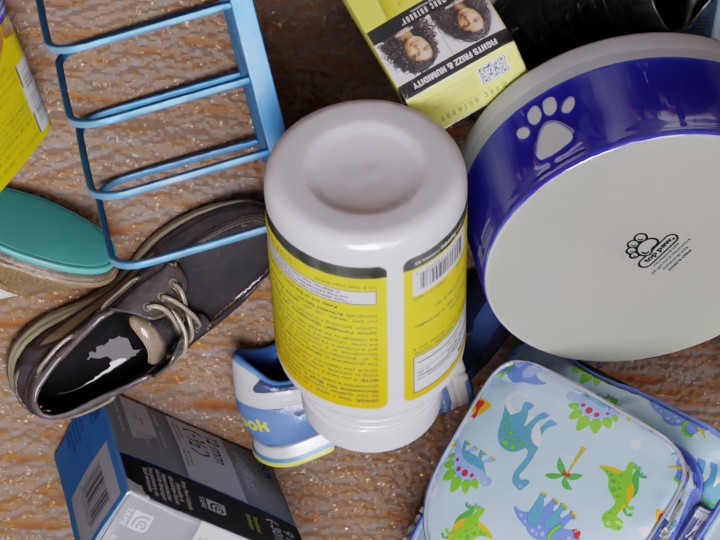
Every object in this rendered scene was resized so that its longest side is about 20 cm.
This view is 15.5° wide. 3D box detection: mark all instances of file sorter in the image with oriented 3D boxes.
[{"bbox_3d":[-0.117,-0.121,1.540,0.122,0.139,0.201,-16,117,-3],"label":"file sorter"}]

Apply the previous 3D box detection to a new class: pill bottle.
[{"bbox_3d":[0.004,0.010,1.493,0.112,0.113,0.201,-12,140,-9],"label":"pill bottle"}]

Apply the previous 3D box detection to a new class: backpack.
[{"bbox_3d":[0.118,0.159,1.553,0.201,0.182,0.147,-62,149,-1],"label":"backpack"}]

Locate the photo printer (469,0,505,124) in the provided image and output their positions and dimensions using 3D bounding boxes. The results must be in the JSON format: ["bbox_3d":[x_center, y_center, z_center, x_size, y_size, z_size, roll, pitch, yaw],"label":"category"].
[{"bbox_3d":[0.131,-0.179,1.614,0.199,0.070,0.167,-32,117,1],"label":"photo printer"}]

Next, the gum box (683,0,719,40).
[{"bbox_3d":[0.276,-0.155,1.603,0.169,0.044,0.202,10,92,-26],"label":"gum box"}]

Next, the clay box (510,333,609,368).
[{"bbox_3d":[0.165,-0.008,1.682,0.199,0.048,0.116,-21,119,-25],"label":"clay box"}]

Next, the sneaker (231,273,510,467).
[{"bbox_3d":[0.008,0.048,1.685,0.199,0.074,0.083,-28,115,-2],"label":"sneaker"}]

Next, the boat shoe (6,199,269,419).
[{"bbox_3d":[-0.127,0.033,1.640,0.199,0.073,0.075,-36,118,3],"label":"boat shoe"}]

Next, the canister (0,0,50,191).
[{"bbox_3d":[-0.259,-0.135,1.493,0.086,0.149,0.201,-2,123,28],"label":"canister"}]

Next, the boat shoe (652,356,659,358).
[{"bbox_3d":[0.233,-0.019,1.654,0.200,0.060,0.076,-51,128,-10],"label":"boat shoe"}]

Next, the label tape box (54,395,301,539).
[{"bbox_3d":[-0.087,0.163,1.670,0.199,0.143,0.066,23,107,-23],"label":"label tape box"}]

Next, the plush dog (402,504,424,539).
[{"bbox_3d":[0.098,0.162,1.717,0.171,0.200,0.161,-35,90,-5],"label":"plush dog"}]

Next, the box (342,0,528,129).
[{"bbox_3d":[0.019,-0.175,1.519,0.075,0.201,0.050,-28,150,0],"label":"box"}]

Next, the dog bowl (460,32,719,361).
[{"bbox_3d":[0.158,-0.039,1.514,0.198,0.079,0.201,-8,140,-6],"label":"dog bowl"}]

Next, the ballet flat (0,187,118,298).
[{"bbox_3d":[-0.247,-0.019,1.597,0.199,0.068,0.073,18,128,-21],"label":"ballet flat"}]

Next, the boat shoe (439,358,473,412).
[{"bbox_3d":[0.000,0.000,1.621,0.072,0.072,0.201,-23,83,-7],"label":"boat shoe"}]

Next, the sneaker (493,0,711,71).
[{"bbox_3d":[0.150,-0.160,1.530,0.200,0.104,0.060,-43,117,6],"label":"sneaker"}]
